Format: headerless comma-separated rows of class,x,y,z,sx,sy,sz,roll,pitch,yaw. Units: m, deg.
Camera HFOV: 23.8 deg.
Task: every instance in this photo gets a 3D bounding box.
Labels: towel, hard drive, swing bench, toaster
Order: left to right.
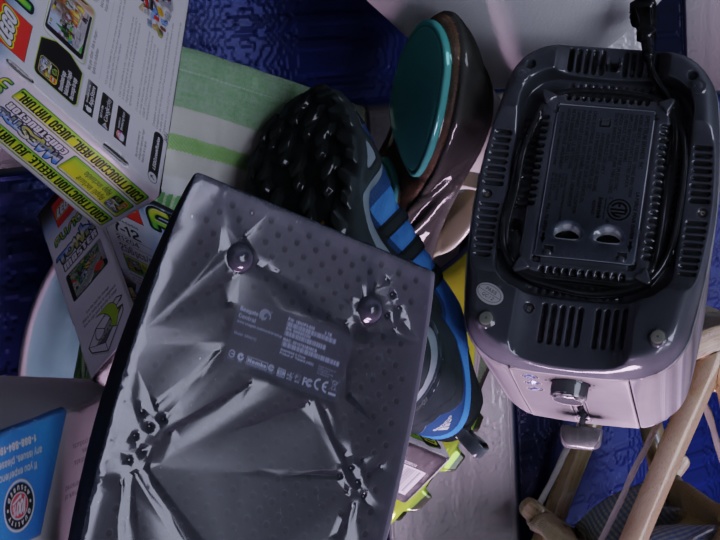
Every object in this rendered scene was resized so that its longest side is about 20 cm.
towel,-0.071,-0.002,0.859,0.152,0.023,0.202,15,82,-42
hard drive,-0.048,0.077,0.684,0.134,0.042,0.202,21,75,-30
toaster,0.118,-0.017,0.837,0.129,0.113,0.202,66,31,-64
swing bench,0.170,0.115,0.976,0.129,0.199,0.202,5,90,-5

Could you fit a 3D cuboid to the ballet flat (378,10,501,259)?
ballet flat,0.039,-0.059,0.893,0.068,0.201,0.068,-3,54,-23

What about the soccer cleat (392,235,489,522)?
soccer cleat,0.039,0.052,0.979,0.083,0.065,0.201,31,76,-8

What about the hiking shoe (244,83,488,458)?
hiking shoe,0.000,0.000,0.821,0.087,0.074,0.201,39,27,-48

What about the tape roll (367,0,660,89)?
tape roll,0.068,-0.214,0.876,0.139,0.202,0.204,36,71,-36

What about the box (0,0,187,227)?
box,-0.125,-0.127,0.747,0.110,0.035,0.201,43,34,-34

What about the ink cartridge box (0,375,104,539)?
ink cartridge box,-0.181,0.152,0.695,0.147,0.143,0.202,-17,107,-72

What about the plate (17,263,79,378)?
plate,-0.093,0.052,0.874,0.199,0.025,0.202,-4,97,-42

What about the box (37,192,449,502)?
box,-0.052,0.033,0.793,0.199,0.110,0.035,27,116,-42
